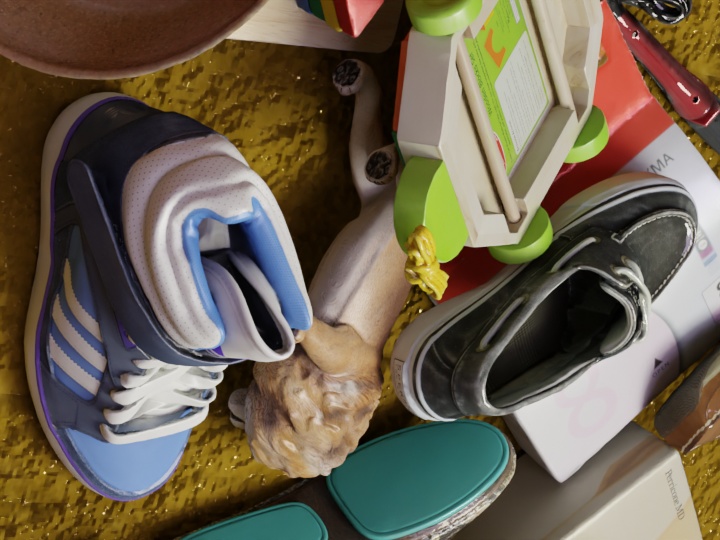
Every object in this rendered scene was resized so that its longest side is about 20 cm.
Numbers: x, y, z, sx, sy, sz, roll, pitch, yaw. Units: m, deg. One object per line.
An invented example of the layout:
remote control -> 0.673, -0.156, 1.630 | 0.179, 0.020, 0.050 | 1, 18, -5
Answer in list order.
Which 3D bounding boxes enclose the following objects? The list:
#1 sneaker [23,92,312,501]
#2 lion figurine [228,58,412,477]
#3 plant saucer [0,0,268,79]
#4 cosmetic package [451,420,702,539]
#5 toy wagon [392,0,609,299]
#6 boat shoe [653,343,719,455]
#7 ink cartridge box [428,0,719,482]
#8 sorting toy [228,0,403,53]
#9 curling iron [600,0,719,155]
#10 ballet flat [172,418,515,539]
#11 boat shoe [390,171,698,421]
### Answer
sneaker -> -0.079, 0.033, 0.825 | 0.080, 0.146, 0.201 | -14, 118, -30
lion figurine -> 0.000, 0.000, 0.914 | 0.201, 0.072, 0.122 | -56, 146, -6
plant saucer -> -0.090, -0.171, 0.720 | 0.035, 0.199, 0.202 | -14, 124, -68
cosmetic package -> 0.088, 0.173, 1.061 | 0.199, 0.071, 0.106 | -36, 128, -18
toy wagon -> 0.057, -0.074, 0.879 | 0.201, 0.039, 0.156 | -58, 144, -31
boat shoe -> 0.244, 0.056, 1.083 | 0.199, 0.074, 0.076 | -26, 160, -40
ink cartridge box -> 0.114, -0.010, 1.006 | 0.162, 0.057, 0.200 | -40, 133, -9
sorting toy -> -0.035, -0.188, 0.807 | 0.199, 0.069, 0.200 | 1, 110, -36
curling iron -> 0.183, -0.093, 1.029 | 0.049, 0.026, 0.200 | -21, 133, 23
ballet flat -> -0.014, 0.136, 0.984 | 0.199, 0.068, 0.076 | -22, 144, -20
boat shoe -> 0.106, 0.019, 0.934 | 0.200, 0.071, 0.072 | -35, 121, -30
